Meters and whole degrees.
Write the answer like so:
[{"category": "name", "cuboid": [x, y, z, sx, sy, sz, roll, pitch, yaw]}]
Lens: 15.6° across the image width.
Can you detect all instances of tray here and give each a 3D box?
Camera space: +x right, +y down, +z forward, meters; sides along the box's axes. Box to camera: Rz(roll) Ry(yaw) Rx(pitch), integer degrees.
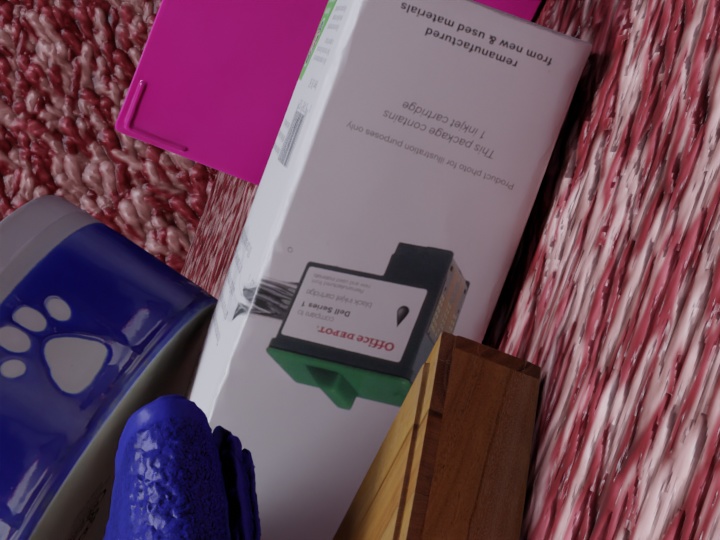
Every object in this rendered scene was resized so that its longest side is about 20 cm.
[{"category": "tray", "cuboid": [-0.002, 0.123, 0.795, 0.099, 0.037, 0.200, -77, 9, -50]}]

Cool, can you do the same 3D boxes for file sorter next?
[{"category": "file sorter", "cuboid": [0.003, -0.141, 1.093, 0.126, 0.139, 0.200, -75, 8, -47]}]

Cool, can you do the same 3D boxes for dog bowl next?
[{"category": "dog bowl", "cuboid": [-0.135, 0.076, 0.999, 0.200, 0.079, 0.200, -57, -7, -11]}]

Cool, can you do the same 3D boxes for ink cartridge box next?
[{"category": "ink cartridge box", "cuboid": [0.000, 0.000, 0.922, 0.146, 0.084, 0.200, -121, 51, -83]}]

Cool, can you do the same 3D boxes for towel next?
[{"category": "towel", "cuboid": [-0.053, 0.157, 0.777, 0.148, 0.049, 0.200, 109, 161, -46]}]
